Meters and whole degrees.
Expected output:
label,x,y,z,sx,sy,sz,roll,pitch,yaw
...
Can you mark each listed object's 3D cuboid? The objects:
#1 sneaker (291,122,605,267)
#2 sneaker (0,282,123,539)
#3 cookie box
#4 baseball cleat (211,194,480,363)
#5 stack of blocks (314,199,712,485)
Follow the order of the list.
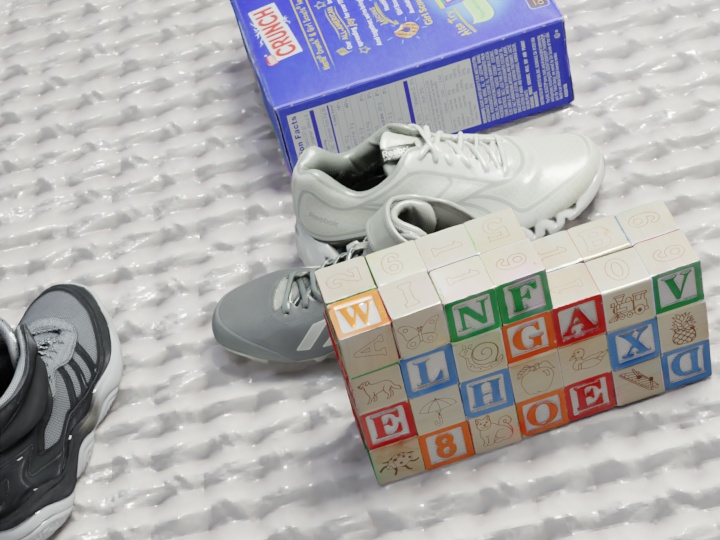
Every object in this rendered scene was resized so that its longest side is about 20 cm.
label,x,y,z,sx,sy,sz,roll,pitch,yaw
sneaker,0.052,-0.054,1.202,0.198,0.082,0.075,-13,38,1
sneaker,-0.193,0.054,1.126,0.075,0.114,0.201,-5,41,11
cookie box,0.024,-0.157,1.329,0.198,0.076,0.172,-17,41,-3
baseball cleat,0.000,0.000,1.134,0.198,0.107,0.070,-6,46,13
stack of blocks,0.085,0.029,1.069,0.198,0.116,0.059,-18,40,-4
